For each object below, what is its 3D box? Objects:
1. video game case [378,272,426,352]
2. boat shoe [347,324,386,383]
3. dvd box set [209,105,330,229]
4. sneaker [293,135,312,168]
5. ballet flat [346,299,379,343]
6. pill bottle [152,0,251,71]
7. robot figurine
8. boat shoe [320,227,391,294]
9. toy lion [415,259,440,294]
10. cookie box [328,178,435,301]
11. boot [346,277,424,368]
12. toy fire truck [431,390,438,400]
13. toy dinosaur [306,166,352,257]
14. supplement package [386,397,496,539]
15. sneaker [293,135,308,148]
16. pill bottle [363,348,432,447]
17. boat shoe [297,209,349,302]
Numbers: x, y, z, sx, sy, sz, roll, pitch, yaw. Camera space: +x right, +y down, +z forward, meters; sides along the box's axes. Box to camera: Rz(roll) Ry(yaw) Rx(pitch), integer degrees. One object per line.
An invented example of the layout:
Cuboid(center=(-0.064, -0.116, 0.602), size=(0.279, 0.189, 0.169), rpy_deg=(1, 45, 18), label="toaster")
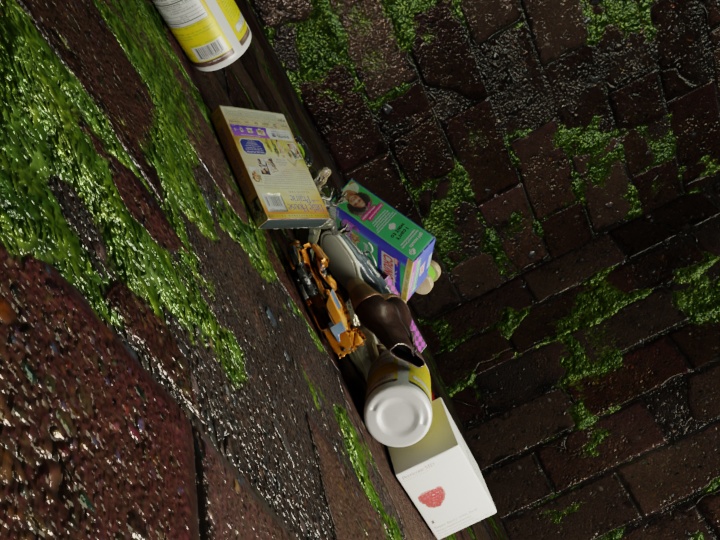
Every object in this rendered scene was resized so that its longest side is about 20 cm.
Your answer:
Cuboid(center=(0.027, 0.072, 1.677), size=(0.180, 0.036, 0.201), rpy_deg=(17, -35, 48), label="video game case")
Cuboid(center=(0.030, 0.168, 1.532), size=(0.200, 0.069, 0.074), rpy_deg=(58, 8, -47), label="boat shoe")
Cuboid(center=(-0.138, -0.158, 1.286), size=(0.146, 0.029, 0.201), rpy_deg=(-6, 67, -52), label="dvd box set")
Cuboid(center=(-0.135, -0.145, 1.382), size=(0.074, 0.081, 0.201), rpy_deg=(42, 32, -17), label="sneaker")
Cuboid(center=(0.012, 0.107, 1.613), size=(0.201, 0.075, 0.068), rpy_deg=(63, 11, -9), label="ballet flat")
Cuboid(center=(-0.255, -0.412, 1.262), size=(0.201, 0.108, 0.110), rpy_deg=(60, 6, -43), label="pill bottle")
Cuboid(center=(-0.058, 0.038, 1.330), size=(0.202, 0.058, 0.145), rpy_deg=(64, 2, 0), label="robot figurine")
Cuboid(center=(0.000, 0.000, 1.494), size=(0.201, 0.075, 0.062), rpy_deg=(54, 52, -16), label="boat shoe")
Cuboid(center=(0.039, 0.003, 1.727), size=(0.192, 0.200, 0.069), rpy_deg=(43, 42, -4), label="toy lion")
Cuboid(center=(0.036, -0.055, 1.579), size=(0.199, 0.075, 0.172), rpy_deg=(35, -23, 15), label="cookie box")
Cuboid(center=(0.059, 0.106, 1.395), size=(0.200, 0.072, 0.167), rpy_deg=(37, 15, -52), label="boot")
Cuboid(center=(0.104, 0.285, 1.566), size=(0.201, 0.127, 0.177), rpy_deg=(73, -5, -50), label="toy fire truck")
Cuboid(center=(-0.059, -0.090, 1.400), size=(0.047, 0.088, 0.202), rpy_deg=(30, -54, 39), label="toy dinosaur")
Cuboid(center=(0.136, 0.345, 1.443), size=(0.201, 0.120, 0.120), rpy_deg=(60, 6, -35), label="supplement package")
Cuboid(center=(-0.140, -0.217, 1.595), size=(0.076, 0.090, 0.200), rpy_deg=(61, 4, -8), label="sneaker")
Cuboid(center=(0.064, 0.200, 1.393), size=(0.112, 0.110, 0.200), rpy_deg=(62, 12, -14), label="pill bottle")
Cuboid(center=(-0.069, -0.030, 1.556), size=(0.065, 0.071, 0.202), rpy_deg=(59, 16, -85), label="boat shoe")
